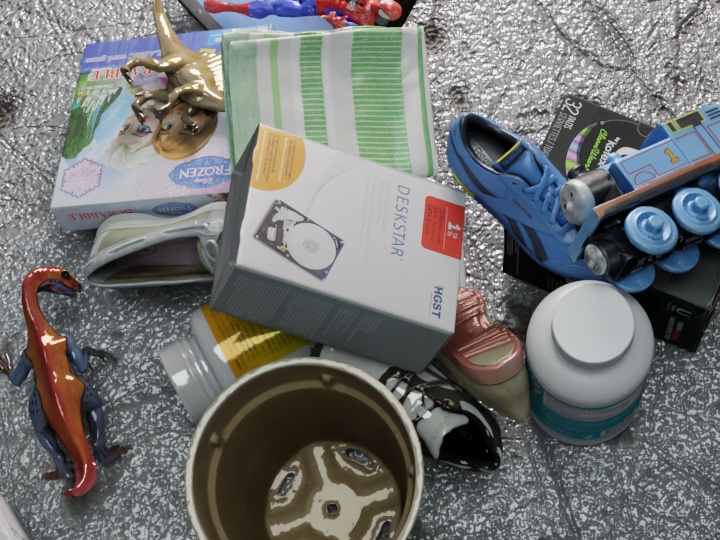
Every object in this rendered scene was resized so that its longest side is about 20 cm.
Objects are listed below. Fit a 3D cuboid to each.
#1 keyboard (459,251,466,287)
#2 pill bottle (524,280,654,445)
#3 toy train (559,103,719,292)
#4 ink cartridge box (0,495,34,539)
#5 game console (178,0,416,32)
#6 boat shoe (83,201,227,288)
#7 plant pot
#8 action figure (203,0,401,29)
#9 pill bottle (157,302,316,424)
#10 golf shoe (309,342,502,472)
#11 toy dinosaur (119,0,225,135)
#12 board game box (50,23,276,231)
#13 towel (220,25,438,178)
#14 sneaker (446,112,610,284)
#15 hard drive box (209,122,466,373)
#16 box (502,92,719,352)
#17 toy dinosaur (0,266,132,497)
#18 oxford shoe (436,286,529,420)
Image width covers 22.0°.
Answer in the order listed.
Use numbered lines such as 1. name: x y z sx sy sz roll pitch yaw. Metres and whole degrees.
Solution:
1. keyboard: 0.000 0.000 1.760 0.198 0.011 0.057 -4 65 2
2. pill bottle: 0.198 0.077 1.616 0.110 0.200 0.112 -1 70 3
3. toy train: 0.256 -0.060 1.569 0.199 0.087 0.115 -23 64 -27
4. ink cartridge box: -0.384 0.274 1.614 0.199 0.145 0.084 -30 71 -7
5. game console: -0.059 -0.286 1.809 0.200 0.176 0.116 46 44 17
6. boat shoe: -0.156 -0.015 1.683 0.200 0.075 0.065 0 45 19
7. plant pot: -0.037 0.193 1.594 0.199 0.184 0.202 -2 74 6
8. action figure: -0.061 -0.263 1.748 0.199 0.099 0.066 11 86 19
9. pill bottle: -0.080 0.059 1.687 0.199 0.109 0.110 -28 71 -3
10. golf shoe: 0.049 0.112 1.627 0.199 0.095 0.078 30 96 -16
11. toy dinosaur: -0.172 -0.185 1.740 0.101 0.058 0.200 -27 58 -21
12. board game box: -0.182 -0.137 1.760 0.198 0.041 0.201 -5 56 16
13. towel: -0.027 -0.149 1.690 0.198 0.023 0.154 -6 89 -22
14. sneaker: 0.152 -0.063 1.605 0.200 0.079 0.066 41 75 16
15. hard drive box: -0.017 -0.019 1.598 0.199 0.077 0.157 17 53 -15
16. box: 0.248 -0.043 1.696 0.199 0.124 0.149 24 73 11
17. toy dinosaur: -0.264 0.089 1.678 0.104 0.200 0.183 -17 101 -18
18. oxford shoe: 0.097 0.075 1.662 0.070 0.074 0.200 -24 26 -5
